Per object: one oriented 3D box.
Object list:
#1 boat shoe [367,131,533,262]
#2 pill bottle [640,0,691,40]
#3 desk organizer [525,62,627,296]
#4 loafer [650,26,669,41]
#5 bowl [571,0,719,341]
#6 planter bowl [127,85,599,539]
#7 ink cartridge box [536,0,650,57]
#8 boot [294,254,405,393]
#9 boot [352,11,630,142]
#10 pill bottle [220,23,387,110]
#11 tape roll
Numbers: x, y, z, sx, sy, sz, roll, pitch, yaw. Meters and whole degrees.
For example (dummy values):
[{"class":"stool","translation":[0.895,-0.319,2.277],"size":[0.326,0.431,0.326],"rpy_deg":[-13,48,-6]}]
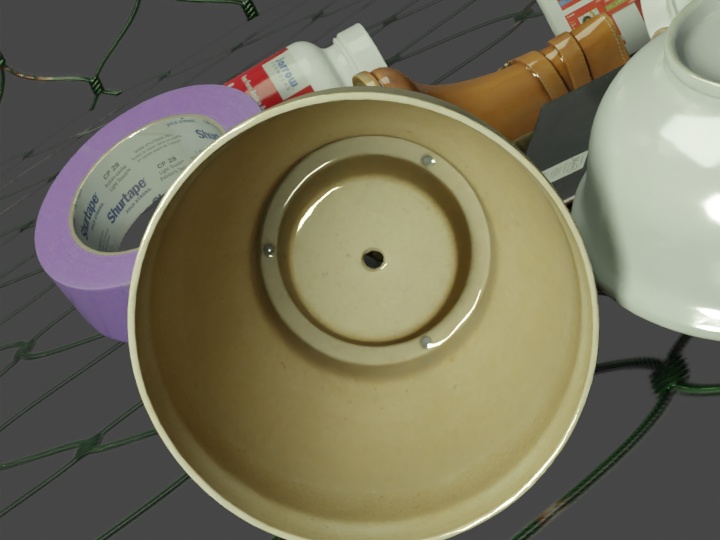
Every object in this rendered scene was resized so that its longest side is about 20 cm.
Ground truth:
[{"class":"boat shoe","translation":[0.045,-0.008,1.135],"size":[0.199,0.072,0.068],"rpy_deg":[-31,-6,-18]},{"class":"pill bottle","translation":[0.268,-0.175,1.146],"size":[0.199,0.113,0.113],"rpy_deg":[-23,16,26]},{"class":"desk organizer","translation":[0.132,-0.038,1.026],"size":[0.071,0.077,0.200],"rpy_deg":[-25,15,20]},{"class":"loafer","translation":[0.189,-0.076,0.999],"size":[0.062,0.073,0.200],"rpy_deg":[9,25,-5]},{"class":"bowl","translation":[0.183,-0.066,0.842],"size":[0.199,0.091,0.202],"rpy_deg":[-10,37,7]},{"class":"planter bowl","translation":[0.003,0.008,0.886],"size":[0.199,0.201,0.135],"rpy_deg":[-28,12,9]},{"class":"ink cartridge box","translation":[0.207,-0.224,1.305],"size":[0.199,0.177,0.084],"rpy_deg":[-28,14,9]},{"class":"boot","translation":[0.000,0.000,1.023],"size":[0.200,0.131,0.070],"rpy_deg":[-41,-13,-41]},{"class":"boot","translation":[0.090,-0.101,1.179],"size":[0.155,0.200,0.077],"rpy_deg":[-33,57,8]},{"class":"pill bottle","translation":[-0.065,-0.116,1.617],"size":[0.199,0.113,0.112],"rpy_deg":[-31,14,-2]},{"class":"tape roll","translation":[-0.142,-0.044,1.466],"size":[0.198,0.066,0.201],"rpy_deg":[-19,42,18]}]
